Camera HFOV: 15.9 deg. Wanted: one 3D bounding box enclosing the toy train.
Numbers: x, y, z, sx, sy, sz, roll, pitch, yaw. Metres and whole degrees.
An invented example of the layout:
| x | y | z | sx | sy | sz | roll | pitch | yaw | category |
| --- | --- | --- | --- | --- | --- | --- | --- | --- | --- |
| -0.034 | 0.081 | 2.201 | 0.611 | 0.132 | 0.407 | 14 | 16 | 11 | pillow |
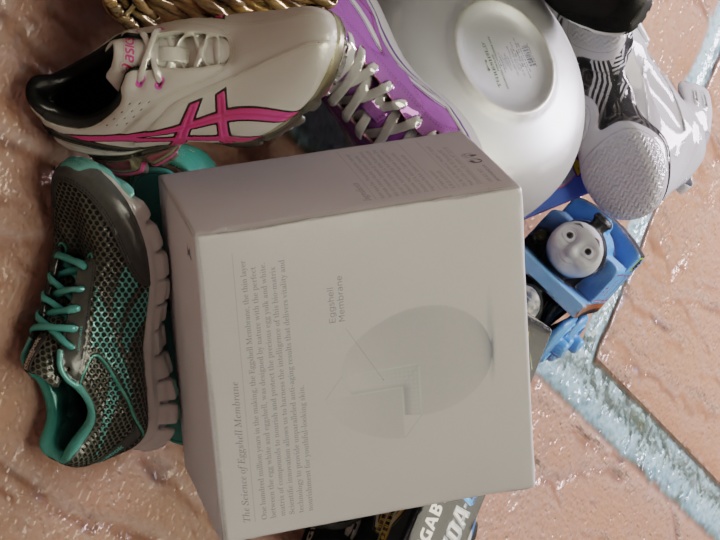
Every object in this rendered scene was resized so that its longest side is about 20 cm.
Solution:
| x | y | z | sx | sy | sz | roll | pitch | yaw | category |
| --- | --- | --- | --- | --- | --- | --- | --- | --- | --- |
| 0.145 | 0.004 | 1.884 | 0.114 | 0.087 | 0.200 | -50 | 172 | 7 | toy train |

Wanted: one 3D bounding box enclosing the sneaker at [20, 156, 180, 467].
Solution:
| x | y | z | sx | sy | sz | roll | pitch | yaw | category |
| --- | --- | --- | --- | --- | --- | --- | --- | --- | --- |
| -0.165 | 0.032 | 1.557 | 0.091 | 0.077 | 0.201 | -27 | 118 | -41 | sneaker |

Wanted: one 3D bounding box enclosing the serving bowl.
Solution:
| x | y | z | sx | sy | sz | roll | pitch | yaw | category |
| --- | --- | --- | --- | --- | --- | --- | --- | --- | --- |
| 0.080 | -0.133 | 1.754 | 0.200 | 0.066 | 0.201 | 16 | 62 | -31 | serving bowl |

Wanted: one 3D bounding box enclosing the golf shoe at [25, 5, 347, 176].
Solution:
| x | y | z | sx | sy | sz | roll | pitch | yaw | category |
| --- | --- | --- | --- | --- | --- | --- | --- | --- | --- |
| -0.102 | -0.109 | 1.500 | 0.092 | 0.199 | 0.073 | 27 | 51 | -53 | golf shoe |

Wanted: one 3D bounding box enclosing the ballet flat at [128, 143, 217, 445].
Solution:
| x | y | z | sx | sy | sz | roll | pitch | yaw | category |
| --- | --- | --- | --- | --- | --- | --- | --- | --- | --- |
| -0.104 | 0.011 | 1.638 | 0.070 | 0.067 | 0.201 | -44 | 135 | -57 | ballet flat |

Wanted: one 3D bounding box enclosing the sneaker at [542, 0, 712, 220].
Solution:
| x | y | z | sx | sy | sz | roll | pitch | yaw | category |
| --- | --- | --- | --- | --- | --- | --- | --- | --- | --- |
| 0.191 | -0.139 | 1.876 | 0.115 | 0.075 | 0.201 | -15 | 87 | -56 | sneaker |

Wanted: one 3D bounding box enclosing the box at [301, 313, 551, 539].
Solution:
| x | y | z | sx | sy | sz | roll | pitch | yaw | category |
| --- | --- | --- | --- | --- | --- | --- | --- | --- | --- |
| 0.041 | 0.121 | 1.776 | 0.046 | 0.159 | 0.201 | 29 | 75 | -23 | box |

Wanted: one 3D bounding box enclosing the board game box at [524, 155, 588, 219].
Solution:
| x | y | z | sx | sy | sz | roll | pitch | yaw | category |
| --- | --- | --- | --- | --- | --- | --- | --- | --- | --- |
| 0.138 | -0.118 | 1.897 | 0.200 | 0.045 | 0.135 | -21 | 96 | -48 | board game box |

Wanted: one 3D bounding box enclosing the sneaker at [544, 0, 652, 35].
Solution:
| x | y | z | sx | sy | sz | roll | pitch | yaw | category |
| --- | --- | --- | --- | --- | --- | --- | --- | --- | --- |
| 0.113 | -0.227 | 1.763 | 0.087 | 0.200 | 0.076 | 2 | 125 | -49 | sneaker |

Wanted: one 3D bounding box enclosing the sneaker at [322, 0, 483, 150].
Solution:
| x | y | z | sx | sy | sz | roll | pitch | yaw | category |
| --- | --- | --- | --- | --- | --- | --- | --- | --- | --- |
| -0.002 | -0.110 | 1.639 | 0.073 | 0.201 | 0.114 | -41 | 165 | 17 | sneaker |

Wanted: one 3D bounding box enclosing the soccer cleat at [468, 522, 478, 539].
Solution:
| x | y | z | sx | sy | sz | roll | pitch | yaw | category |
| --- | --- | --- | --- | --- | --- | --- | --- | --- | --- |
| 0.063 | 0.133 | 1.880 | 0.086 | 0.070 | 0.201 | 18 | 85 | -53 | soccer cleat |

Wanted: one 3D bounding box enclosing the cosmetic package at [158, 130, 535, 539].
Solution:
| x | y | z | sx | sy | sz | roll | pitch | yaw | category |
| --- | --- | --- | --- | --- | --- | --- | --- | --- | --- |
| -0.010 | 0.038 | 1.566 | 0.199 | 0.123 | 0.200 | -9 | 112 | -14 | cosmetic package |

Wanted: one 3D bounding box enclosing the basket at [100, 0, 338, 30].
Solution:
| x | y | z | sx | sy | sz | roll | pitch | yaw | category |
| --- | --- | --- | --- | --- | --- | --- | --- | --- | --- |
| -0.115 | -0.226 | 1.560 | 0.143 | 0.149 | 0.200 | -44 | 142 | 10 | basket |

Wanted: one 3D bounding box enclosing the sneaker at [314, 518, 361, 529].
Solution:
| x | y | z | sx | sy | sz | roll | pitch | yaw | category |
| --- | --- | --- | --- | --- | --- | --- | --- | --- | --- |
| -0.006 | 0.104 | 1.760 | 0.200 | 0.099 | 0.071 | -55 | 135 | -30 | sneaker |
